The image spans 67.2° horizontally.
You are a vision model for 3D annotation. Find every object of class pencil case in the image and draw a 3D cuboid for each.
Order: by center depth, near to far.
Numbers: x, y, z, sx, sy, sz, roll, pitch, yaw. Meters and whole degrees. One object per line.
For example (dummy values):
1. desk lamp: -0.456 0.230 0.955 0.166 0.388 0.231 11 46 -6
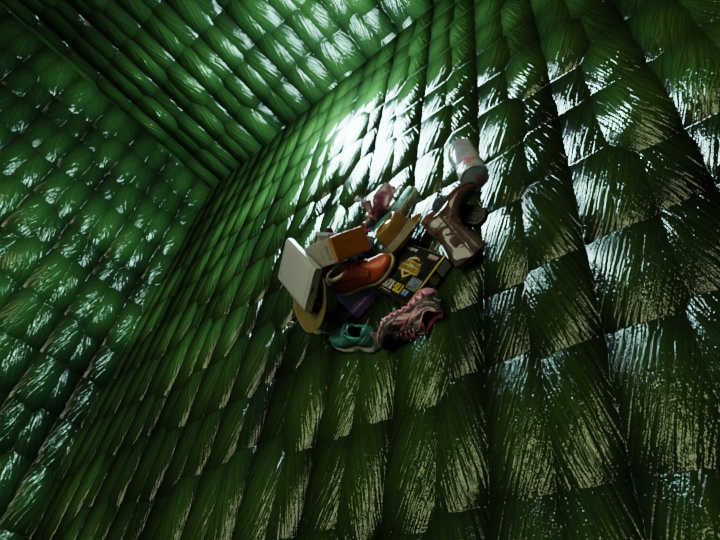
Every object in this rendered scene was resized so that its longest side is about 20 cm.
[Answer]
1. pencil case: 0.311 -0.311 1.584 0.090 0.083 0.201 -31 32 16

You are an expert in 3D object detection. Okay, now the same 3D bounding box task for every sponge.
1. sponge: -0.015 0.063 1.637 0.112 0.030 0.200 -48 27 -2

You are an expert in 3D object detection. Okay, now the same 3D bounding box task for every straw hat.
1. straw hat: -0.113 0.078 1.556 0.200 0.084 0.205 -6 83 56

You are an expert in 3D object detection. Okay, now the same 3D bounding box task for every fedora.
1. fedora: 0.097 -0.115 1.586 0.201 0.082 0.201 -50 7 8

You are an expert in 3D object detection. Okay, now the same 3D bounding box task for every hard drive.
1. hard drive: -0.178 0.009 1.556 0.200 0.026 0.134 43 123 49

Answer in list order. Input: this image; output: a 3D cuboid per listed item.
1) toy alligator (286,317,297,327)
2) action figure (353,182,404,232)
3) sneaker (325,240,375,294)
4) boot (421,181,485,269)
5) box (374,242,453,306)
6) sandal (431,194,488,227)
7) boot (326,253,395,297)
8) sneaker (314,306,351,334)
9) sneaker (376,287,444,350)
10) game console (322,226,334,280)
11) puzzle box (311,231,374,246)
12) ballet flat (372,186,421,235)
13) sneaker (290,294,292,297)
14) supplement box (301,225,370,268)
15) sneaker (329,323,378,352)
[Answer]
1. toy alligator: -0.164 0.140 1.718 0.199 0.059 0.055 -37 24 20
2. action figure: 0.057 -0.186 1.781 0.147 0.135 0.201 5 44 24
3. sneaker: -0.024 -0.004 1.631 0.200 0.074 0.083 -48 22 15
4. boot: 0.272 -0.116 1.387 0.186 0.064 0.201 -44 45 8
5. box: 0.139 0.015 1.462 0.161 0.049 0.200 -53 28 -5
6. sandal: 0.272 -0.154 1.494 0.076 0.048 0.200 -53 41 -5
7. boot: 0.000 0.000 1.505 0.198 0.107 0.076 -31 44 23
8. sneaker: -0.104 0.146 1.606 0.198 0.081 0.075 -12 44 48
9. sneaker: 0.123 0.134 1.320 0.200 0.079 0.096 -43 40 12
10. game console: -0.147 -0.021 1.845 0.117 0.174 0.202 -4 45 17
11. puzzle box: -0.058 -0.069 1.731 0.196 0.026 0.134 4 41 3
12. ballet flat: 0.123 -0.173 1.702 0.201 0.064 0.076 -50 27 3
13. sneaker: -0.171 0.051 1.730 0.073 0.080 0.201 -25 -25 -26
14. supplement box: -0.079 -0.057 1.558 0.125 0.075 0.199 -23 4 -34
15. sneaker: -0.022 0.170 1.462 0.199 0.080 0.078 -11 45 50
